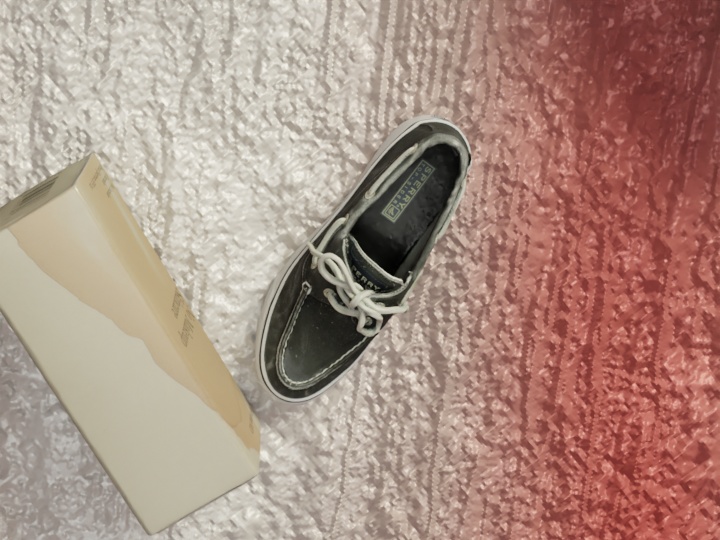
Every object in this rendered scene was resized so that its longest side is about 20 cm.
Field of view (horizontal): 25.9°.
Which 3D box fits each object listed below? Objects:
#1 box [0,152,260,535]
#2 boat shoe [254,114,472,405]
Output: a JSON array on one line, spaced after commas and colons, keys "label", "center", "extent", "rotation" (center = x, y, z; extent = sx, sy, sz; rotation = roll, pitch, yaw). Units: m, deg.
[{"label": "box", "center": [-0.141, 0.043, 0.919], "extent": [0.077, 0.095, 0.201], "rotation": [-29, 107, 5]}, {"label": "boat shoe", "center": [0.002, 0.001, 0.926], "extent": [0.073, 0.068, 0.200], "rotation": [37, 101, -11]}]
